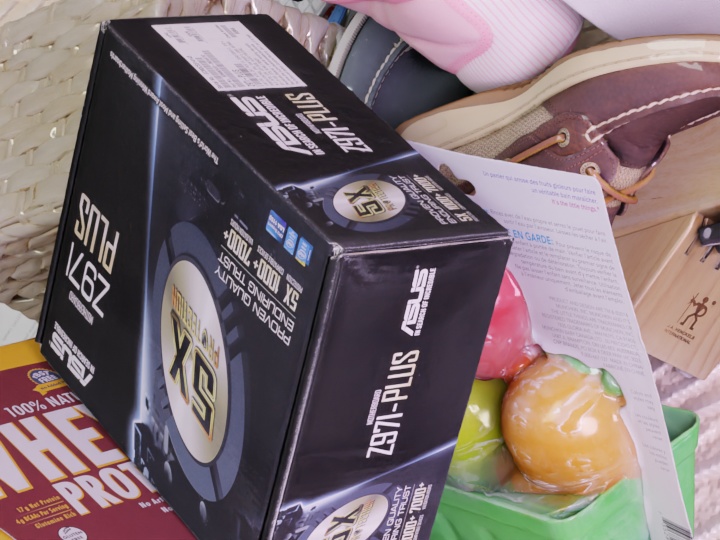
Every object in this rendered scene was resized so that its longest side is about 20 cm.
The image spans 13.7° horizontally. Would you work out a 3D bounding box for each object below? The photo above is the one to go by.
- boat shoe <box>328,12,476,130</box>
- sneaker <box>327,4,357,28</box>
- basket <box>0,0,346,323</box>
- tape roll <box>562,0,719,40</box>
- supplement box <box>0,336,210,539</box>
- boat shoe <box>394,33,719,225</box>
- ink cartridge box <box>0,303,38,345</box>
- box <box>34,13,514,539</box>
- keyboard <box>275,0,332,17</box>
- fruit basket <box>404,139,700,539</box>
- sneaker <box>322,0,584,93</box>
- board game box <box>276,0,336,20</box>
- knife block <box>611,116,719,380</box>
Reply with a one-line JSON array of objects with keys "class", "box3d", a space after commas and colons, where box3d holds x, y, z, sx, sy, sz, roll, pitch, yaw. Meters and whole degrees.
[{"class": "boat shoe", "box3d": [0.050, -0.114, 1.402, 0.062, 0.073, 0.200, 10, 59, 50]}, {"class": "sneaker", "box3d": [0.025, -0.130, 1.474, 0.083, 0.071, 0.200, 25, 94, 46]}, {"class": "basket", "box3d": [-0.111, -0.054, 1.446, 0.200, 0.123, 0.136, -17, 57, 48]}, {"class": "tape roll", "box3d": [0.126, -0.206, 1.289, 0.139, 0.202, 0.203, -45, 43, 22]}, {"class": "supplement box", "box3d": [-0.142, 0.168, 1.287, 0.197, 0.133, 0.200, 32, 119, 32]}, {"class": "boat shoe", "box3d": [0.096, -0.048, 1.253, 0.200, 0.072, 0.072, -16, 78, 42]}, {"class": "ink cartridge box", "box3d": [-0.112, 0.051, 1.562, 0.200, 0.057, 0.163, 39, 101, 29]}, {"class": "box", "box3d": [-0.042, 0.009, 1.237, 0.200, 0.086, 0.164, 45, 130, 43]}, {"class": "keyboard", "box3d": [-0.058, -0.184, 1.595, 0.056, 0.011, 0.200, -48, 41, 20]}, {"class": "fruit basket", "box3d": [0.067, 0.036, 1.250, 0.185, 0.094, 0.200, 13, 122, 51]}, {"class": "sneaker", "box3d": [0.038, -0.126, 1.340, 0.075, 0.105, 0.200, -52, 19, -1]}, {"class": "board game box", "box3d": [-0.026, -0.186, 1.588, 0.095, 0.030, 0.200, 11, 76, 51]}, {"class": "knife block", "box3d": [0.153, -0.053, 1.288, 0.176, 0.064, 0.200, -55, 39, 11]}]
